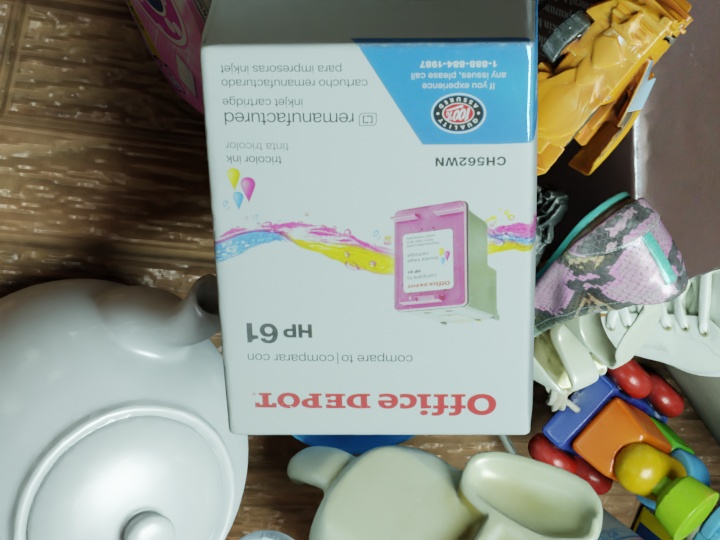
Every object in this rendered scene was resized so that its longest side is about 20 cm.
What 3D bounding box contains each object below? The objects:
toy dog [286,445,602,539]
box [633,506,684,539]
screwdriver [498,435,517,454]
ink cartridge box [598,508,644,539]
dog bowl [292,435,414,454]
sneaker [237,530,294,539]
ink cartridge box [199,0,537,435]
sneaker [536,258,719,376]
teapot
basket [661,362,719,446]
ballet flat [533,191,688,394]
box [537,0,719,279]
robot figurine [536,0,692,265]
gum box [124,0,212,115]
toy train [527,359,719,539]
[{"bbox_3d":[0.037,0.196,1.073,0.140,0.193,0.200,-58,158,-29],"label":"toy dog"},{"bbox_3d":[0.271,0.216,1.311,0.199,0.070,0.065,15,104,-34],"label":"box"},{"bbox_3d":[0.058,0.058,1.142,0.028,0.029,0.201,-57,133,-38],"label":"screwdriver"},{"bbox_3d":[0.128,0.229,1.154,0.087,0.200,0.146,9,105,-36],"label":"ink cartridge box"},{"bbox_3d":[0.000,0.000,1.055,0.111,0.050,0.201,1,112,-10],"label":"dog bowl"},{"bbox_3d":[-0.098,0.224,1.019,0.073,0.071,0.200,33,109,-4],"label":"sneaker"},{"bbox_3d":[0.008,-0.026,0.872,0.144,0.085,0.201,0,121,4],"label":"ink cartridge box"},{"bbox_3d":[0.160,0.020,1.084,0.084,0.200,0.073,8,83,-32],"label":"sneaker"},{"bbox_3d":[-0.135,0.112,0.981,0.197,0.146,0.201,-33,124,-14],"label":"teapot"},{"bbox_3d":[0.283,0.081,1.218,0.136,0.181,0.200,-24,125,32],"label":"basket"},{"bbox_3d":[0.110,0.022,0.990,0.069,0.200,0.071,-29,84,-23],"label":"ballet flat"},{"bbox_3d":[0.185,-0.111,1.060,0.199,0.166,0.165,-17,118,-24],"label":"box"},{"bbox_3d":[0.064,-0.081,0.942,0.200,0.145,0.058,-50,165,30],"label":"robot figurine"},{"bbox_3d":[-0.078,-0.154,0.918,0.066,0.113,0.201,-35,123,-13],"label":"gum box"},{"bbox_3d":[0.162,0.112,1.135,0.085,0.116,0.200,-48,152,7],"label":"toy train"}]
